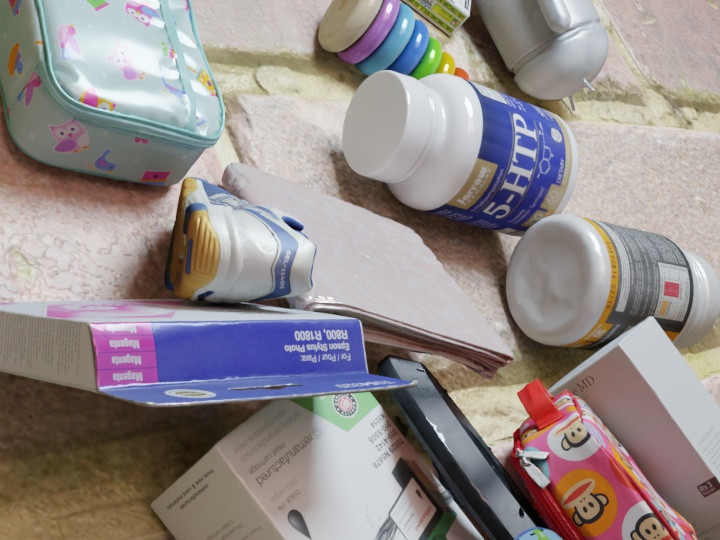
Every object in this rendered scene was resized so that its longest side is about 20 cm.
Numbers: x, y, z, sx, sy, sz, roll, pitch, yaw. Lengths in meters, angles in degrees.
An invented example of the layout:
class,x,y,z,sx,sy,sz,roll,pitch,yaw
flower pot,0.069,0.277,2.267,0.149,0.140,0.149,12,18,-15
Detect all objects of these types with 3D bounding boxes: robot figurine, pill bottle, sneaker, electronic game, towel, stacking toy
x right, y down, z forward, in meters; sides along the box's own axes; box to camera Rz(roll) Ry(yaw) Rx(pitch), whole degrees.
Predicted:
class,x,y,z,sx,sy,sz,roll,pitch,yaw
robot figurine,0.198,-0.273,1.324,0.202,0.112,0.170,63,2,6
pill bottle,0.237,0.018,1.118,0.198,0.116,0.118,9,52,-39
pill bottle,0.087,-0.106,1.073,0.198,0.120,0.121,12,50,-38
sneaker,-0.080,-0.013,0.798,0.087,0.076,0.200,8,11,-14
electronic game,0.076,0.142,0.843,0.201,0.041,0.200,53,3,-3
towel,0.000,0.000,0.912,0.189,0.032,0.200,19,21,-34
stacking toy,0.058,-0.195,1.161,0.199,0.085,0.086,34,39,-26

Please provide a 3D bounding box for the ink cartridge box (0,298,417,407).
class,x,y,z,sx,sy,sz,roll,pitch,yaw
ink cartridge box,-0.100,0.042,0.709,0.195,0.198,0.044,1,91,-45

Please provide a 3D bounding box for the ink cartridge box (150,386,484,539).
class,x,y,z,sx,sy,sz,roll,pitch,yaw
ink cartridge box,-0.010,0.175,0.761,0.201,0.084,0.146,51,38,3

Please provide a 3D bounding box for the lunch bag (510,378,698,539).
class,x,y,z,sx,sy,sz,roll,pitch,yaw
lunch bag,0.173,0.160,0.901,0.177,0.082,0.200,54,6,5

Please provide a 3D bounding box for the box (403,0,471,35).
class,x,y,z,sx,sy,sz,roll,pitch,yaw
box,0.077,-0.357,1.351,0.109,0.035,0.202,33,40,-20

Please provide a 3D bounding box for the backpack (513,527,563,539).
class,x,y,z,sx,sy,sz,roll,pitch,yaw
backpack,0.121,0.260,0.689,0.183,0.133,0.202,51,54,-49

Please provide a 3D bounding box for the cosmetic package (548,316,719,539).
class,x,y,z,sx,sy,sz,roll,pitch,yaw
cosmetic package,0.252,0.155,1.020,0.201,0.113,0.081,52,37,7

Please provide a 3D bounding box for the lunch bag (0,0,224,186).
class,x,y,z,sx,sy,sz,roll,pitch,yaw
lunch bag,-0.184,-0.164,0.887,0.159,0.077,0.202,9,52,-40
